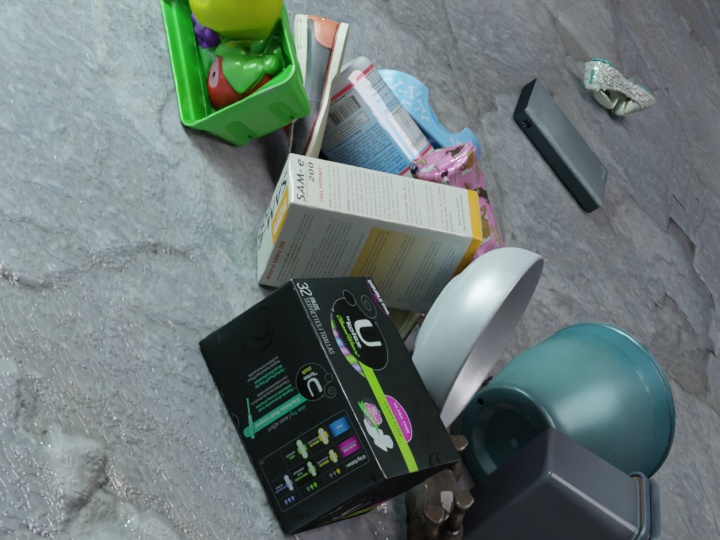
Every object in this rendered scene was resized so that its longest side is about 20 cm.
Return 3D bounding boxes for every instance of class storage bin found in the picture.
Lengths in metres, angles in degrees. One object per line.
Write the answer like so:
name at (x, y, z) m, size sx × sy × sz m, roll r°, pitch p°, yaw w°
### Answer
storage bin at (0.187, 0.266, 1.593) m, size 0.134 × 0.200 × 0.146 m, roll 37°, pitch 31°, yaw -15°

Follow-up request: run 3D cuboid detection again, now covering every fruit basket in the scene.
fruit basket at (-0.137, -0.259, 1.626) m, size 0.216 × 0.155 × 0.216 m, roll 59°, pitch 16°, yaw -29°

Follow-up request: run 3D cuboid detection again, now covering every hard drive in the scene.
hard drive at (0.321, -0.199, 2.491) m, size 0.200 × 0.033 × 0.140 m, roll 51°, pitch 27°, yaw -14°

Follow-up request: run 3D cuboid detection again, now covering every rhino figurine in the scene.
rhino figurine at (0.075, 0.206, 1.582) m, size 0.060 × 0.088 × 0.200 m, roll 8°, pitch 40°, yaw -7°

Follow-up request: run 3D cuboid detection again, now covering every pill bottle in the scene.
pill bottle at (0.020, -0.141, 1.824) m, size 0.200 × 0.109 × 0.109 m, roll 54°, pitch 26°, yaw -10°

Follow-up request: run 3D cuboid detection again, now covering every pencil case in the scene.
pencil case at (0.122, -0.042, 1.773) m, size 0.086 × 0.083 × 0.200 m, roll -31°, pitch 109°, yaw -34°

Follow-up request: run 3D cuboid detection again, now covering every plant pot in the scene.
plant pot at (0.217, 0.173, 1.750) m, size 0.188 × 0.200 × 0.200 m, roll -13°, pitch 72°, yaw -46°

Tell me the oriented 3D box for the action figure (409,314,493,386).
action figure at (0.093, 0.090, 1.747) m, size 0.130 × 0.069 × 0.200 m, roll 44°, pitch 23°, yaw -5°

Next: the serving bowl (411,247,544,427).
serving bowl at (0.103, 0.058, 1.544) m, size 0.066 × 0.200 × 0.200 m, roll 30°, pitch 23°, yaw 13°

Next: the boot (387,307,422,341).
boot at (0.000, 0.000, 1.670) m, size 0.155 × 0.072 × 0.200 m, roll 31°, pitch 62°, yaw -9°

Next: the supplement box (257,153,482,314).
supplement box at (0.007, -0.034, 1.571) m, size 0.200 × 0.126 × 0.074 m, roll 11°, pitch 47°, yaw -15°

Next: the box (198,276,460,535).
box at (-0.028, 0.121, 1.442) m, size 0.148 × 0.124 × 0.200 m, roll -2°, pitch 62°, yaw -60°

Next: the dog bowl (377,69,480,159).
dog bowl at (0.062, -0.163, 1.930) m, size 0.200 × 0.111 × 0.050 m, roll 41°, pitch 44°, yaw -30°

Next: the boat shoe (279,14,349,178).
boat shoe at (-0.063, -0.185, 1.721) m, size 0.071 × 0.062 × 0.200 m, roll 101°, pitch 3°, yaw -82°

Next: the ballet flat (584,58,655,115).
ballet flat at (0.462, -0.318, 2.828) m, size 0.200 × 0.072 × 0.072 m, roll 25°, pitch 41°, yaw -45°
